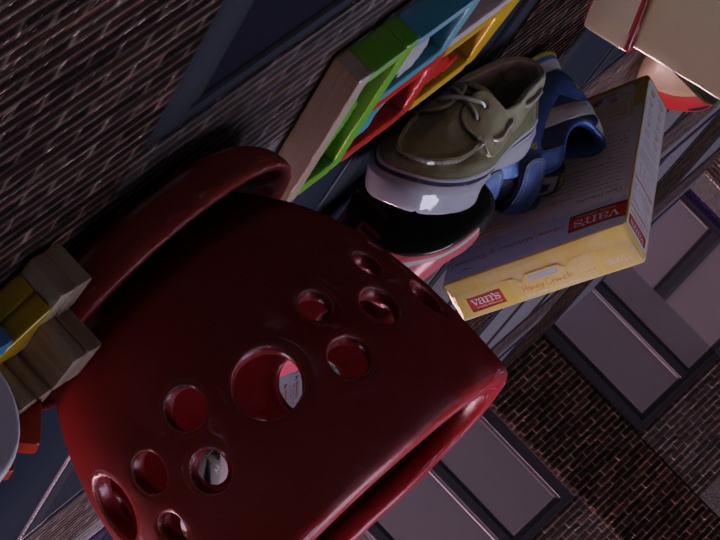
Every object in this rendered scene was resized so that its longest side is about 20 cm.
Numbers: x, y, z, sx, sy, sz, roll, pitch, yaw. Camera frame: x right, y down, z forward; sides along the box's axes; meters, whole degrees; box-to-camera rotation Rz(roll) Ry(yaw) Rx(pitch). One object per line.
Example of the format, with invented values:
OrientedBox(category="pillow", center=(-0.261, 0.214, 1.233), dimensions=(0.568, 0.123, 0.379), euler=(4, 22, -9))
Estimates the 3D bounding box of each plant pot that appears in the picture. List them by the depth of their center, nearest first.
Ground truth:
OrientedBox(category="plant pot", center=(-0.059, 0.055, 1.242), dimensions=(0.200, 0.183, 0.200), euler=(-44, 173, -6))

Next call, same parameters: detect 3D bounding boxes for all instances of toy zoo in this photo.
OrientedBox(category="toy zoo", center=(0.037, -0.123, 1.399), dimensions=(0.200, 0.020, 0.131), euler=(-39, 171, -34))

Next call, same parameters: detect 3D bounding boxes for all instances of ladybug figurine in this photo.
OrientedBox(category="ladybug figurine", center=(0.315, -0.195, 2.321), dimensions=(0.136, 0.072, 0.200), euler=(-46, 173, 10))

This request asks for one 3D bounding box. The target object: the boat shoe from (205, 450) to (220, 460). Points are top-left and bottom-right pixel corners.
OrientedBox(category="boat shoe", center=(-0.094, 0.094, 1.742), dimensions=(0.073, 0.062, 0.200), euler=(-44, 172, 29))

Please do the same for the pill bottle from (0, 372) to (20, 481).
OrientedBox(category="pill bottle", center=(-0.210, 0.106, 0.978), dimensions=(0.112, 0.112, 0.200), euler=(-35, 169, -51))

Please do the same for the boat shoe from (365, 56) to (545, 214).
OrientedBox(category="boat shoe", center=(0.060, -0.089, 1.606), dimensions=(0.200, 0.072, 0.062), euler=(-38, 147, -61))

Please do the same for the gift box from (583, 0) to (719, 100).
OrientedBox(category="gift box", center=(0.256, -0.209, 1.477), dimensions=(0.184, 0.187, 0.200), euler=(-24, 141, -53))

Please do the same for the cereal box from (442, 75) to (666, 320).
OrientedBox(category="cereal box", center=(0.142, -0.053, 1.823), dimensions=(0.144, 0.040, 0.200), euler=(-19, -151, 24))

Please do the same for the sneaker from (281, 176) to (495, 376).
OrientedBox(category="sneaker", center=(0.000, 0.000, 1.659), dimensions=(0.200, 0.074, 0.087), euler=(-33, 158, -23))

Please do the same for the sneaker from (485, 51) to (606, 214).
OrientedBox(category="sneaker", center=(0.093, -0.074, 1.751), dimensions=(0.200, 0.082, 0.074), euler=(-38, 173, -32))

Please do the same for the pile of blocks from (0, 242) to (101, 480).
OrientedBox(category="pile of blocks", center=(-0.188, 0.077, 1.135), dimensions=(0.200, 0.062, 0.082), euler=(-45, 173, 0))

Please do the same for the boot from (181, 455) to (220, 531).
OrientedBox(category="boot", center=(-0.119, 0.126, 1.814), dimensions=(0.096, 0.074, 0.200), euler=(-50, -178, -4))

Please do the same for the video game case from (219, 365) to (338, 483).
OrientedBox(category="video game case", center=(-0.035, 0.071, 1.755), dimensions=(0.182, 0.023, 0.200), euler=(-37, 141, -44))

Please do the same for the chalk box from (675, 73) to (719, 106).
OrientedBox(category="chalk box", center=(0.251, -0.207, 1.707), dimensions=(0.124, 0.124, 0.200), euler=(-40, 173, -29))
